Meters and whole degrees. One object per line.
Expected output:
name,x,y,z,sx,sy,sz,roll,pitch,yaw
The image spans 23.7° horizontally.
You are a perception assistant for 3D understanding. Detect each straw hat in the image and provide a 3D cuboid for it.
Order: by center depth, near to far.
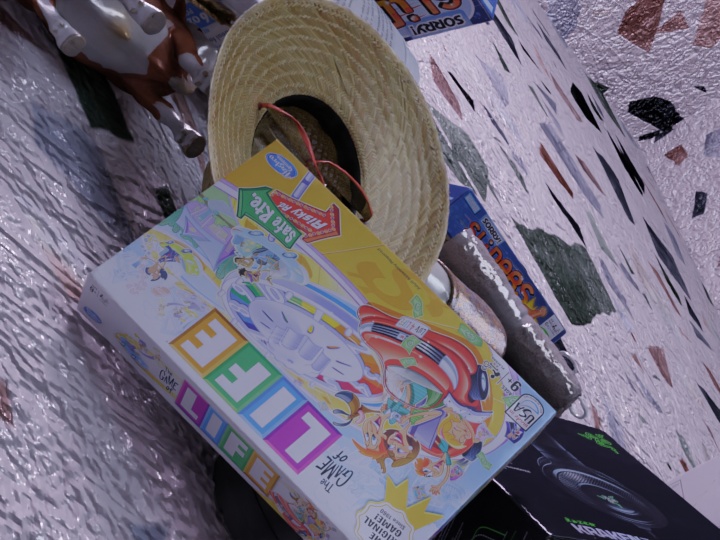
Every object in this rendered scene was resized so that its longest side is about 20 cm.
straw hat,-0.044,-0.052,0.984,0.201,0.085,0.202,20,61,-41

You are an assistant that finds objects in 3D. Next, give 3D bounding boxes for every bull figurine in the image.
bull figurine,-0.133,-0.137,0.988,0.200,0.065,0.121,34,11,-50

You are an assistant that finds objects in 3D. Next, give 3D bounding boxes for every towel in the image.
towel,0.098,0.045,1.164,0.133,0.034,0.200,54,-5,8

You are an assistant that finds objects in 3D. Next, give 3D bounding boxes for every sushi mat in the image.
sushi mat,-0.154,-0.214,1.039,0.200,0.012,0.096,44,6,37

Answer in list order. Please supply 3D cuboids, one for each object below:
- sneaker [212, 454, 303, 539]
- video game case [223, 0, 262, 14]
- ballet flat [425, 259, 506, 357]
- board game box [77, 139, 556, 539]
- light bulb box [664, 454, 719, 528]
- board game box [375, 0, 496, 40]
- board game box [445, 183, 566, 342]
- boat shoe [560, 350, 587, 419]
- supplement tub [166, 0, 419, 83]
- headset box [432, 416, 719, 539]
sneaker,-0.042,0.063,0.897,0.075,0.079,0.201,40,23,-50
video game case,-0.094,-0.235,1.042,0.200,0.017,0.143,39,41,-3
ballet flat,0.000,0.000,1.046,0.200,0.068,0.067,28,-21,25
board game box,-0.020,0.044,0.833,0.200,0.034,0.134,44,55,10
light bulb box,0.235,0.264,1.176,0.200,0.198,0.125,56,17,-17
board game box,-0.017,-0.219,1.260,0.135,0.199,0.035,47,45,-41
board game box,0.072,-0.009,1.323,0.136,0.034,0.200,55,-11,-17
boat shoe,0.144,0.101,1.403,0.075,0.086,0.202,60,15,4
supplement tub,-0.062,-0.173,1.176,0.200,0.132,0.132,48,19,-36
headset box,0.100,0.149,0.944,0.174,0.093,0.200,17,13,-31
